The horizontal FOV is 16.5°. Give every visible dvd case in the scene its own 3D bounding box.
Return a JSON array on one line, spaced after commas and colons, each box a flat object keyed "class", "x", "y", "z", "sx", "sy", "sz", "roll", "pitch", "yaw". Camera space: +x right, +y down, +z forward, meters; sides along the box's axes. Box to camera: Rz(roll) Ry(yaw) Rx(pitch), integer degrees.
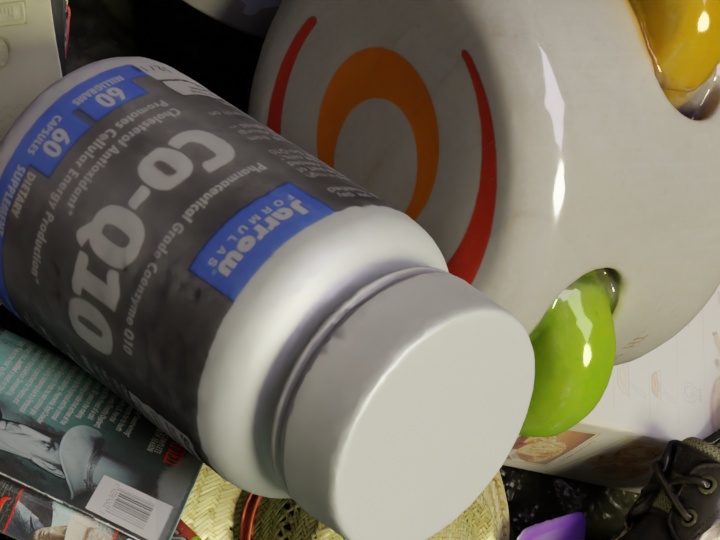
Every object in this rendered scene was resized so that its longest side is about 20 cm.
[{"class": "dvd case", "x": -0.152, "y": 0.042, "z": 0.871, "sx": 0.200, "sy": 0.022, "sz": 0.146, "roll": 23, "pitch": 13, "yaw": -2}]

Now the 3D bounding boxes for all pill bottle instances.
[{"class": "pill bottle", "x": -0.039, "y": 0.011, "z": 0.896, "sx": 0.114, "sy": 0.114, "sz": 0.200, "roll": -19, "pitch": 39, "yaw": -39}]

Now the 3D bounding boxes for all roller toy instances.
[{"class": "roller toy", "x": 0.057, "y": -0.050, "z": 0.976, "sx": 0.140, "sy": 0.182, "sz": 0.200, "roll": -6, "pitch": 107, "yaw": -40}]

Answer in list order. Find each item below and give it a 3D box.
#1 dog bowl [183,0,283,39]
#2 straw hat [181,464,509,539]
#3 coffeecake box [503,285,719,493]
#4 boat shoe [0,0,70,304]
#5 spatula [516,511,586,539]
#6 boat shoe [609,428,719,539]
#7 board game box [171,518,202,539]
[{"class": "dog bowl", "x": -0.056, "y": -0.179, "z": 1.066, "sx": 0.200, "sy": 0.059, "sz": 0.200, "roll": 33, "pitch": 30, "yaw": -22}, {"class": "straw hat", "x": 0.004, "y": 0.107, "z": 0.975, "sx": 0.201, "sy": 0.085, "sz": 0.202, "roll": 1, "pitch": 89, "yaw": -34}, {"class": "coffeecake box", "x": 0.134, "y": 0.019, "z": 1.145, "sx": 0.200, "sy": 0.073, "sz": 0.154, "roll": 14, "pitch": 64, "yaw": -30}, {"class": "boat shoe", "x": -0.148, "y": -0.079, "z": 0.988, "sx": 0.073, "sy": 0.063, "sz": 0.202, "roll": -1, "pitch": 82, "yaw": 5}, {"class": "spatula", "x": 0.131, "y": 0.132, "z": 1.120, "sx": 0.200, "sy": 0.021, "sz": 0.057, "roll": -2, "pitch": 105, "yaw": -41}, {"class": "boat shoe", "x": 0.150, "y": 0.099, "z": 1.061, "sx": 0.200, "sy": 0.073, "sz": 0.065, "roll": -32, "pitch": 116, "yaw": -23}, {"class": "board game box", "x": -0.045, "y": 0.180, "z": 0.835, "sx": 0.103, "sy": 0.200, "sz": 0.105, "roll": -36, "pitch": 122, "yaw": -14}]
